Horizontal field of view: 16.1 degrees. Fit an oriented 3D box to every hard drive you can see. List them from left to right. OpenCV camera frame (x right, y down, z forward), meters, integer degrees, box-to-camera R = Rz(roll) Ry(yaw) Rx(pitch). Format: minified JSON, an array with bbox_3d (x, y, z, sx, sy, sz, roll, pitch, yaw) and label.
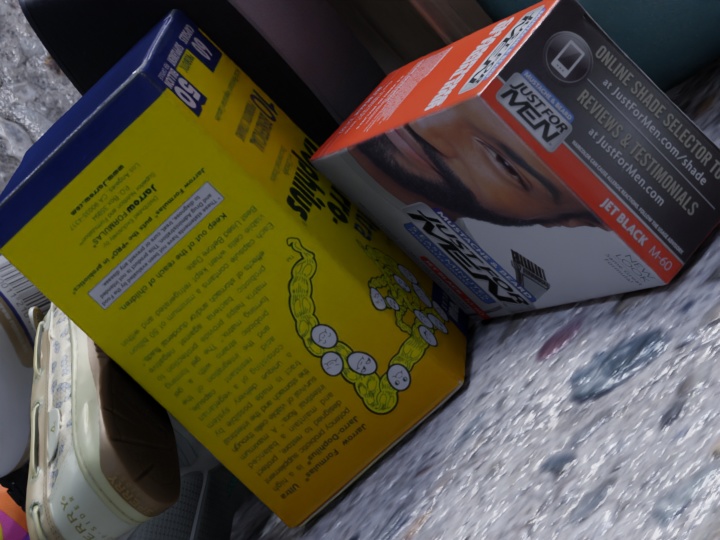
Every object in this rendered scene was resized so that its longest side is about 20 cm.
[{"bbox_3d":[-0.066,-0.092,1.234,0.135,0.200,0.042,-16,42,33],"label":"hard drive"}]

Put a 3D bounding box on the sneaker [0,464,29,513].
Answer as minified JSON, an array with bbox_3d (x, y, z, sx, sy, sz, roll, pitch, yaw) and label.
[{"bbox_3d":[-0.126,0.095,1.349,0.088,0.076,0.200,-42,24,-20],"label":"sneaker"}]

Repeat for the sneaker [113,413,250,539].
[{"bbox_3d":[-0.098,0.105,1.213,0.080,0.070,0.200,3,26,17],"label":"sneaker"}]

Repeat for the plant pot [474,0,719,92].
[{"bbox_3d":[0.115,-0.158,1.186,0.200,0.200,0.135,-58,-20,-46],"label":"plant pot"}]

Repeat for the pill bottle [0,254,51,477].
[{"bbox_3d":[-0.150,0.023,1.317,0.200,0.116,0.116,-27,-6,-45],"label":"pill bottle"}]

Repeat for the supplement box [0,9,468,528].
[{"bbox_3d":[-0.057,-0.002,1.157,0.110,0.200,0.109,-42,13,17],"label":"supplement box"}]

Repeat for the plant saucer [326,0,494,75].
[{"bbox_3d":[0.020,-0.115,1.204,0.029,0.200,0.200,-44,11,-8],"label":"plant saucer"}]

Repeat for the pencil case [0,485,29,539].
[{"bbox_3d":[-0.231,0.180,1.478,0.200,0.088,0.088,-48,11,-20],"label":"pencil case"}]

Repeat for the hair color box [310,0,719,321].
[{"bbox_3d":[0.066,-0.042,1.080,0.064,0.111,0.200,-49,11,-19],"label":"hair color box"}]

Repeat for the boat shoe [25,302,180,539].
[{"bbox_3d":[-0.126,0.057,1.165,0.063,0.073,0.200,-37,23,13],"label":"boat shoe"}]
